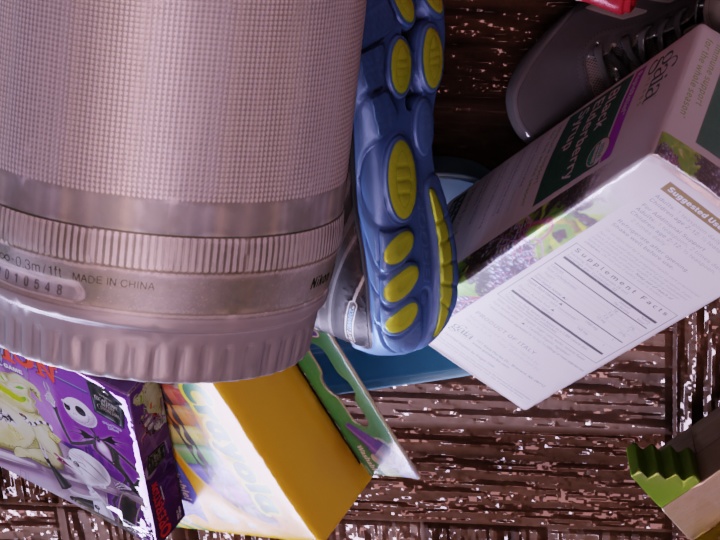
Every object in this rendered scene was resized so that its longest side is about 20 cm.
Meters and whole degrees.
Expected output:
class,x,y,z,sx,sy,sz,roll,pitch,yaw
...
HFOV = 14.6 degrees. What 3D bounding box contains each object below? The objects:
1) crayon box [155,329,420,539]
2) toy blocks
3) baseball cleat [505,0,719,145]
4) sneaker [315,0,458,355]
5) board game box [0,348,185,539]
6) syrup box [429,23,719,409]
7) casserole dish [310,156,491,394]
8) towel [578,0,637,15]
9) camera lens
class,x,y,z,sx,sy,sz,roll,pitch,yaw
crayon box,-0.081,0.069,1.383,0.199,0.052,0.126,0,131,44
toy blocks,0.246,0.116,1.400,0.136,0.100,0.200,-36,114,18
baseball cleat,0.146,-0.106,1.235,0.199,0.106,0.070,-25,88,18
sneaker,-0.006,-0.062,1.235,0.082,0.071,0.201,1,97,39
board game box,-0.179,0.054,1.393,0.199,0.032,0.121,24,140,25
syrup box,0.110,-0.020,1.238,0.081,0.079,0.200,34,144,-15
casserole dish,0.000,0.000,1.380,0.199,0.039,0.122,-9,124,17
towel,0.043,-0.201,1.208,0.199,0.023,0.145,22,130,14
camera lens,-0.081,-0.071,1.150,0.159,0.160,0.201,8,105,4
